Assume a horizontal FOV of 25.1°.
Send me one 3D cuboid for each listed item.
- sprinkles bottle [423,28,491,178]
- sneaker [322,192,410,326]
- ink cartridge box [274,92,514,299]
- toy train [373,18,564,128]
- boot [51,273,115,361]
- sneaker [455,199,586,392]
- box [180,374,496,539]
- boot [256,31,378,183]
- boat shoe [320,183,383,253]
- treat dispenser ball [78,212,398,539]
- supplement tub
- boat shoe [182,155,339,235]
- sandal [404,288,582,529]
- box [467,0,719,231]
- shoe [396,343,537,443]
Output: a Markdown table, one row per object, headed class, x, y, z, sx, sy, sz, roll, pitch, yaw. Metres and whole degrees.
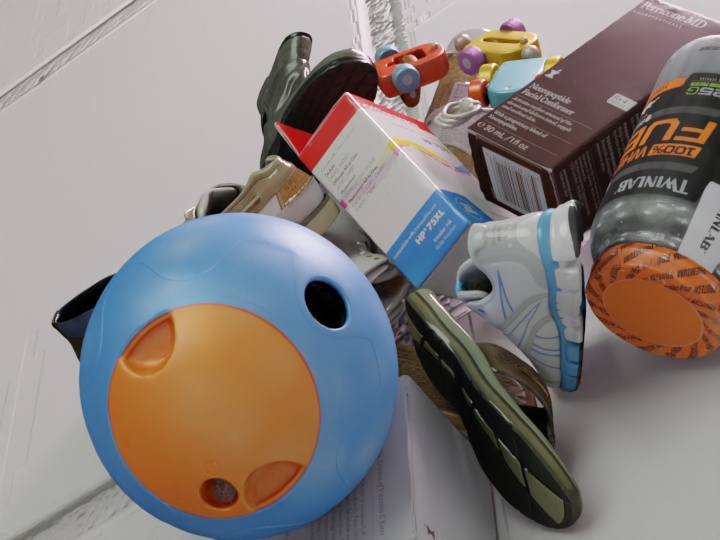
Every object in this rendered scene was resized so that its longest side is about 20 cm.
| class | x | y | z | sx | sy | sz | roll | pitch | yaw |
| --- | --- | --- | --- | --- | --- | --- | --- | --- | --- |
| sprinkles bottle | 0.086 | -0.121 | 1.398 | 0.068 | 0.068 | 0.201 | -17 | 39 | 36 |
| sneaker | 0.000 | 0.000 | 1.261 | 0.114 | 0.074 | 0.200 | 2 | 37 | 32 |
| ink cartridge box | 0.034 | -0.067 | 1.255 | 0.067 | 0.116 | 0.200 | -51 | 59 | 17 |
| toy train | 0.088 | -0.146 | 1.321 | 0.149 | 0.056 | 0.200 | -22 | 28 | -9 |
| boot | -0.190 | 0.040 | 1.486 | 0.199 | 0.097 | 0.075 | -30 | 32 | 21 |
| sneaker | 0.108 | 0.017 | 1.076 | 0.085 | 0.201 | 0.076 | -1 | 58 | 10 |
| box | -0.016 | 0.195 | 1.082 | 0.199 | 0.106 | 0.153 | -30 | 32 | 20 |
| boot | -0.050 | -0.157 | 1.386 | 0.200 | 0.067 | 0.132 | 126 | 144 | -49 |
| boat shoe | -0.020 | -0.049 | 1.445 | 0.200 | 0.073 | 0.066 | 42 | 114 | 55 |
| treat dispenser ball | -0.075 | 0.066 | 1.007 | 0.200 | 0.201 | 0.202 | -29 | 33 | 21 |
| supplement tub | 0.230 | -0.049 | 1.087 | 0.122 | 0.123 | 0.201 | -6 | 46 | 45 |
| boat shoe | -0.103 | -0.035 | 1.271 | 0.199 | 0.069 | 0.075 | -26 | 21 | 40 |
| sandal | 0.094 | 0.081 | 1.081 | 0.057 | 0.080 | 0.202 | -20 | 54 | -17 |
| box | 0.188 | -0.116 | 1.211 | 0.199 | 0.076 | 0.100 | -36 | 39 | -21 |
| shoe | 0.051 | 0.093 | 1.189 | 0.198 | 0.054 | 0.070 | 13 | 45 | 41 |
